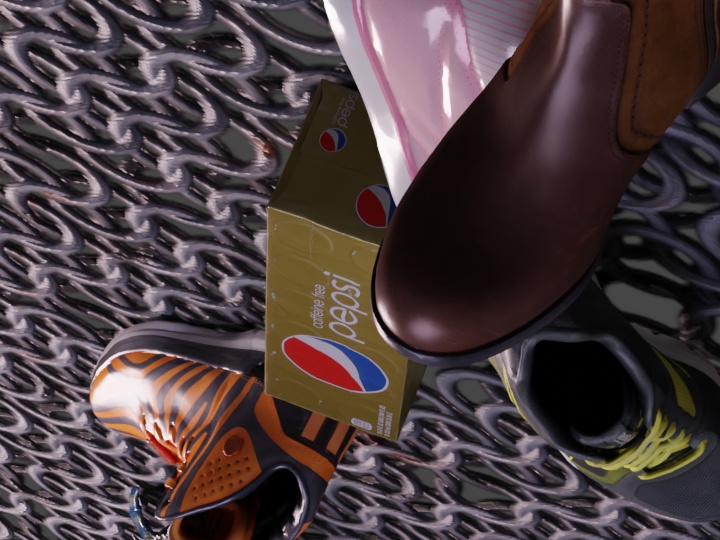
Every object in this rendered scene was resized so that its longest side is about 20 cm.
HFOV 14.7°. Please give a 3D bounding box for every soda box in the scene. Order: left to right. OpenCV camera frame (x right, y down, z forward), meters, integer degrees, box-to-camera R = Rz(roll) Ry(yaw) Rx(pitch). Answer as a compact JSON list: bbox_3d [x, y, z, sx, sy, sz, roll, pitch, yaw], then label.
[{"bbox_3d":[0.000,0.000,1.189,0.068,0.064,0.200,20,156,7],"label":"soda box"}]

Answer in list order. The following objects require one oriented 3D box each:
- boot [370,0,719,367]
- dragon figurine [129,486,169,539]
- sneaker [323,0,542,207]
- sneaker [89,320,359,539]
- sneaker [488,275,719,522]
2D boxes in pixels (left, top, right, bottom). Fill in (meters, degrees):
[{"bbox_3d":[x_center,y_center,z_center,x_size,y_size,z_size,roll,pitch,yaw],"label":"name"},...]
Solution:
[{"bbox_3d":[0.067,-0.077,0.823,0.068,0.188,0.200,43,165,20],"label":"boot"},{"bbox_3d":[-0.118,0.166,1.650,0.099,0.059,0.200,16,157,15],"label":"dragon figurine"},{"bbox_3d":[0.064,-0.053,1.004,0.104,0.075,0.200,15,151,31],"label":"sneaker"},{"bbox_3d":[-0.084,0.089,1.390,0.078,0.112,0.200,38,152,-30],"label":"sneaker"},{"bbox_3d":[0.102,0.059,1.165,0.074,0.085,0.200,-37,127,15],"label":"sneaker"}]
